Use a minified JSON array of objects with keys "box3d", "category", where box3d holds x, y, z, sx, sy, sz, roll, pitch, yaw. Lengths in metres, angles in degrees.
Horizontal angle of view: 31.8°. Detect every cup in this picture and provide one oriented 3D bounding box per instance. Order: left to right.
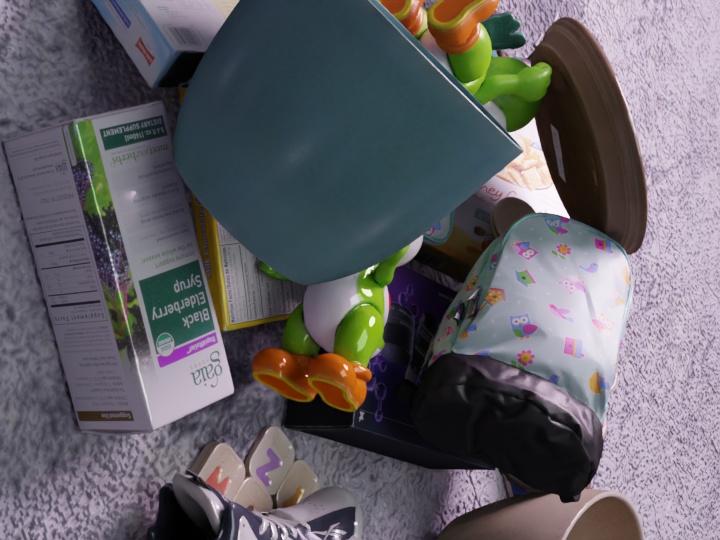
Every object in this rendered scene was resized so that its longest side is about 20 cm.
[{"box3d":[0.140,0.278,1.094,0.200,0.143,0.202,-10,102,-52],"category":"cup"}]

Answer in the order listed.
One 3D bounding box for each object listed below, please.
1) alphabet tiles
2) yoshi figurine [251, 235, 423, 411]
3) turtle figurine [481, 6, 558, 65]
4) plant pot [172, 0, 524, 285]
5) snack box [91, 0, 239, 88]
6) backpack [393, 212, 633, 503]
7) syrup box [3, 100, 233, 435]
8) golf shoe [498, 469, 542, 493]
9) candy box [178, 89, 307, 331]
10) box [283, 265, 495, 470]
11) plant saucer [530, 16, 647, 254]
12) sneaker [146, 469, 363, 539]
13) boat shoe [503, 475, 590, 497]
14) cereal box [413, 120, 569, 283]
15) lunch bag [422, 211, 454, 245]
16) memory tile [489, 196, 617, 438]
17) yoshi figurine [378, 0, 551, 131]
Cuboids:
[{"box3d":[-0.077,0.226,0.945,0.200,0.015,0.196,56,47,-31],"category":"alphabet tiles"},{"box3d":[-0.011,-0.008,0.915,0.112,0.112,0.201,25,68,-4],"category":"yoshi figurine"},{"box3d":[0.126,-0.228,1.168,0.150,0.100,0.201,61,20,-29],"category":"turtle figurine"},{"box3d":[-0.022,-0.089,0.803,0.161,0.201,0.200,-46,134,9],"category":"plant pot"},{"box3d":[-0.097,-0.182,0.907,0.199,0.037,0.116,-8,57,-51],"category":"snack box"},{"box3d":[0.138,0.057,0.988,0.166,0.127,0.201,28,50,-4],"category":"backpack"},{"box3d":[-0.156,0.000,0.823,0.079,0.081,0.201,-22,101,-49],"category":"syrup box"},{"box3d":[0.141,0.109,1.125,0.201,0.072,0.093,-100,178,-53],"category":"golf shoe"},{"box3d":[-0.083,-0.060,0.958,0.102,0.026,0.202,-8,92,-42],"category":"candy box"},{"box3d":[0.036,0.082,1.055,0.199,0.078,0.142,24,70,-47],"category":"box"},{"box3d":[0.182,-0.106,1.035,0.200,0.029,0.201,162,-90,-85],"category":"plant saucer"},{"box3d":[-0.077,0.178,0.875,0.199,0.079,0.130,-33,119,-37],"category":"sneaker"},{"box3d":[0.187,0.211,1.237,0.072,0.072,0.202,-26,115,-54],"category":"boat shoe"},{"box3d":[0.133,-0.075,1.169,0.143,0.040,0.201,24,63,-11],"category":"cereal box"},{"box3d":[0.021,-0.118,1.058,0.160,0.077,0.201,27,66,-48],"category":"lunch bag"},{"box3d":[0.163,0.044,1.098,0.153,0.017,0.201,26,58,-16],"category":"memory tile"},{"box3d":[0.088,-0.161,0.986,0.200,0.111,0.113,60,15,-53],"category":"yoshi figurine"}]
